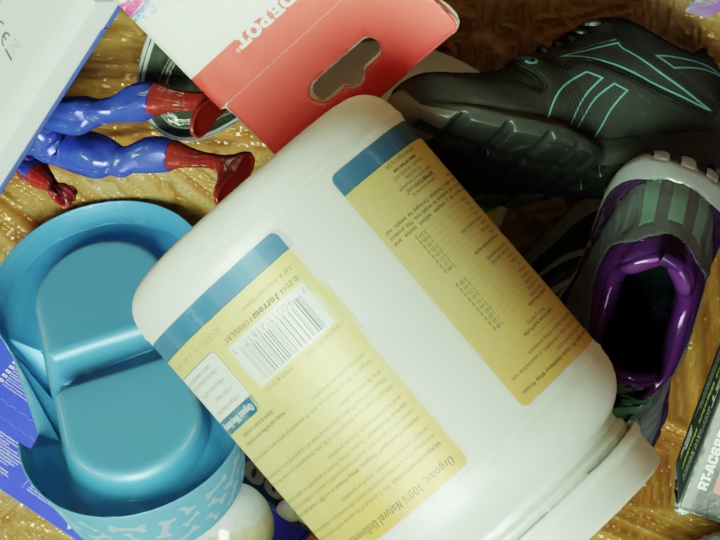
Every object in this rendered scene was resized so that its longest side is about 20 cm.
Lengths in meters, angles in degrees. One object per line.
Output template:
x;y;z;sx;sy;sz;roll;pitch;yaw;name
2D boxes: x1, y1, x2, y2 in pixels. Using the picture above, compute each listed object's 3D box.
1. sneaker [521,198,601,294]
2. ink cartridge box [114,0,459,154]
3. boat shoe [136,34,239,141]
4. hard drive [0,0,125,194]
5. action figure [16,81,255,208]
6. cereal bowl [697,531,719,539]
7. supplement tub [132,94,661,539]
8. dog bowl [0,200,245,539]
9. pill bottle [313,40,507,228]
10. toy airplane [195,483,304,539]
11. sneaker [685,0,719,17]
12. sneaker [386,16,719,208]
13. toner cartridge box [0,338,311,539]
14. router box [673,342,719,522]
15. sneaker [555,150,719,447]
0.080;0.051;1.435;0.070;0.109;0.200;33;122;-13;sneaker
-0.055;-0.157;1.284;0.116;0.067;0.200;-39;102;27;ink cartridge box
-0.045;-0.126;1.371;0.071;0.064;0.200;35;123;-12;boat shoe
-0.188;-0.109;1.376;0.200;0.025;0.132;-51;59;39;hard drive
-0.148;-0.066;1.420;0.199;0.052;0.066;8;136;34;action figure
0.240;0.197;1.496;0.199;0.083;0.201;26;150;17;cereal bowl
0.016;0.043;1.234;0.200;0.145;0.145;49;121;1;supplement tub
-0.114;0.054;1.435;0.111;0.201;0.050;-17;139;-1;dog bowl
0.000;0.000;1.417;0.112;0.113;0.201;18;126;-1;pill bottle
-0.028;0.159;1.431;0.199;0.200;0.141;-37;94;-9;toy airplane
0.173;-0.141;1.303;0.199;0.089;0.081;29;123;-10;sneaker
0.092;-0.072;1.327;0.199;0.080;0.075;7;154;-34;sneaker
-0.127;0.099;1.551;0.200;0.043;0.095;36;121;-13;toner cartridge box
0.249;0.041;1.387;0.149;0.062;0.201;19;106;-1;router box
0.106;0.046;1.307;0.074;0.088;0.201;16;126;3;sneaker
